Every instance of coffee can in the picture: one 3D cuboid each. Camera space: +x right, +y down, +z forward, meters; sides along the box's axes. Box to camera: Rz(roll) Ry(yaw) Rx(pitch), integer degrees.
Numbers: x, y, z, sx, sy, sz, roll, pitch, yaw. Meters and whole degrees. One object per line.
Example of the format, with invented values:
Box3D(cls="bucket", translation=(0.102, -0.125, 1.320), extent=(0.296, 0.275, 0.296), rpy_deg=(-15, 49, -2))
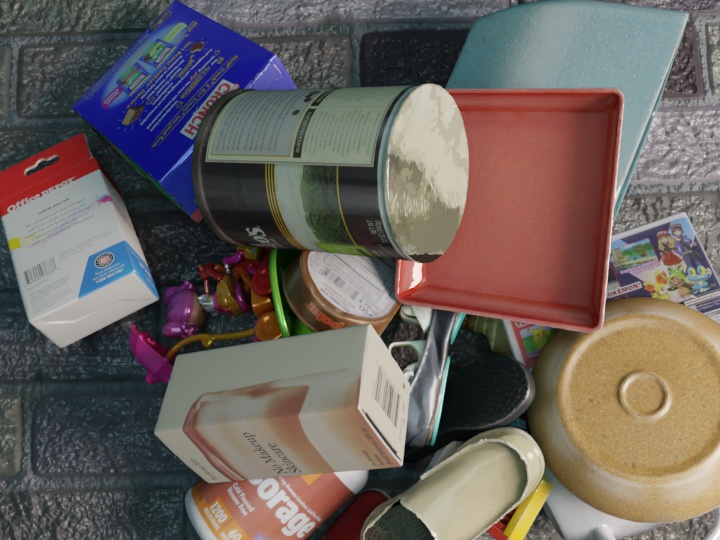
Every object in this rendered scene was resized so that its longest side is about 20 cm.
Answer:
Box3D(cls="coffee can", translation=(-0.025, -0.087, 0.709), extent=(0.199, 0.146, 0.147), rpy_deg=(6, 80, 32))

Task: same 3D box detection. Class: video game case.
Box3D(cls="video game case", translation=(0.240, 0.056, 0.752), extent=(0.199, 0.023, 0.183), rpy_deg=(-19, 63, 8))

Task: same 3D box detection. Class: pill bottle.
Box3D(cls="pill bottle", translation=(-0.065, 0.201, 0.805), extent=(0.200, 0.112, 0.112), rpy_deg=(-41, 83, -5))

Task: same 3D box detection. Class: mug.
Box3D(cls="mug", translation=(0.259, 0.195, 0.768), extent=(0.175, 0.148, 0.200), rpy_deg=(-28, 39, 0))

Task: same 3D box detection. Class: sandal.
Box3D(cls="sandal", translation=(0.104, 0.139, 0.793), extent=(0.048, 0.200, 0.076), rpy_deg=(26, 53, -24))

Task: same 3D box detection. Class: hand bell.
Box3D(cls="hand bell", translation=(0.110, 0.052, 0.853), extent=(0.199, 0.104, 0.105), rpy_deg=(11, 81, 14))

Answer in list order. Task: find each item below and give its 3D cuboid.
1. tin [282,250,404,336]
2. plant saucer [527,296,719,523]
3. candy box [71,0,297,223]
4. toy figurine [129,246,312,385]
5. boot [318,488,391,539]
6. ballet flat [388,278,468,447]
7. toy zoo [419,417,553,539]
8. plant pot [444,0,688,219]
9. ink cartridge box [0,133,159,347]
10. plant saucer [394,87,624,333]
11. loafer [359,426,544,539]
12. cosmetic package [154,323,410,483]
Box3D(cls="tin", translation=(0.000, 0.000, 0.806), extent=(0.112, 0.200, 0.042), rpy_deg=(41, 125, -1))
Box3D(cls="plant saucer", translation=(0.242, 0.110, 0.695), extent=(0.199, 0.035, 0.201), rpy_deg=(-7, 65, 14))
Box3D(cls="candy box", translation=(-0.181, -0.171, 0.841), extent=(0.169, 0.077, 0.200), rpy_deg=(-48, 51, -6))
Box3D(cls="toy figurine", translation=(-0.148, 0.045, 0.835), extent=(0.183, 0.150, 0.201), rpy_deg=(-15, 58, 9))
Box3D(cls="boot", translation=(-0.045, 0.291, 0.771), extent=(0.072, 0.144, 0.200), rpy_deg=(28, 80, 35))
Box3D(cls="ballet flat", translation=(0.064, 0.068, 0.784), extent=(0.073, 0.073, 0.201), rpy_deg=(17, 76, 3))
Box3D(cls="toy zoo", translation=(0.104, 0.230, 0.783), extent=(0.020, 0.131, 0.201), rpy_deg=(27, 94, -36))
Box3D(cls="plant pot", translation=(0.189, -0.155, 0.827), extent=(0.199, 0.196, 0.197), rpy_deg=(21, 82, 17))
Box3D(cls="ink cartridge box", translation=(-0.302, -0.036, 0.850), extent=(0.116, 0.067, 0.201), rpy_deg=(-26, 60, -3))
Box3D(cls="plant saucer", translation=(0.130, -0.058, 0.720), extent=(0.199, 0.037, 0.201), rpy_deg=(8, 98, 33))
Box3D(cls="loafer", translation=(0.077, 0.213, 0.722), extent=(0.200, 0.068, 0.076), rpy_deg=(-41, 82, 21))
Box3D(cls="cosmetic package", translation=(-0.067, 0.123, 0.720), extent=(0.199, 0.104, 0.088), rpy_deg=(-11, 46, 23))
